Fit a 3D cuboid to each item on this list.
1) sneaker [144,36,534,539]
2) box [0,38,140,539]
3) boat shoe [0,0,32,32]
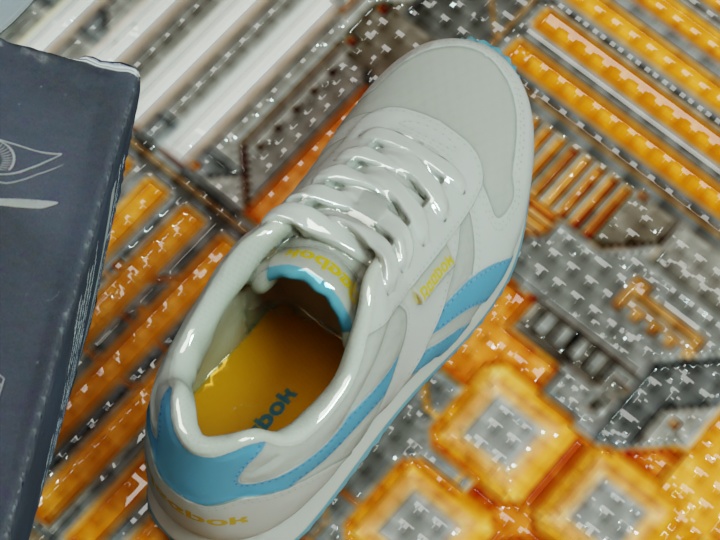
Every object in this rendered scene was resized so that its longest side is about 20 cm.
[{"bbox_3d":[0.000,0.000,0.887,0.076,0.081,0.200,26,65,11],"label":"sneaker"},{"bbox_3d":[-0.185,0.022,0.812,0.196,0.118,0.200,14,48,-3],"label":"box"},{"bbox_3d":[-0.133,-0.153,0.967,0.070,0.071,0.200,16,65,35],"label":"boat shoe"}]
